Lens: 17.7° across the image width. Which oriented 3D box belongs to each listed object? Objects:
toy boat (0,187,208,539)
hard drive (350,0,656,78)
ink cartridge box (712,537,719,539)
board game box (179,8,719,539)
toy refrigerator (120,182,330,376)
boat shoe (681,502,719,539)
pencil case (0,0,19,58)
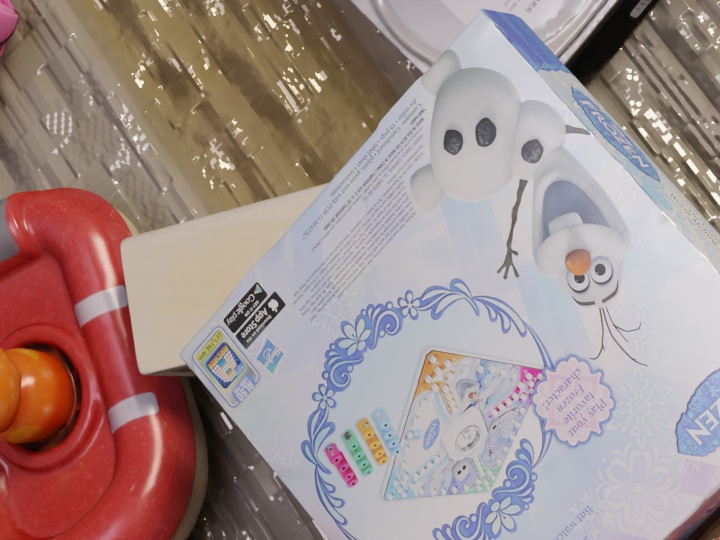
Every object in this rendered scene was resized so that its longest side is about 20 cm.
[{"bbox_3d":[-0.157,0.059,1.066,0.130,0.131,0.201,-27,73,25],"label":"toy boat"},{"bbox_3d":[0.045,-0.168,1.021,0.200,0.038,0.140,48,109,23],"label":"hard drive"},{"bbox_3d":[0.235,0.126,0.848,0.200,0.050,0.161,-28,73,-5],"label":"ink cartridge box"},{"bbox_3d":[0.055,0.038,0.918,0.200,0.043,0.199,-47,70,22],"label":"board game box"},{"bbox_3d":[0.000,0.000,1.015,0.199,0.076,0.070,-13,81,27],"label":"toy refrigerator"},{"bbox_3d":[0.176,0.054,0.920,0.200,0.070,0.070,-48,59,17],"label":"boat shoe"},{"bbox_3d":[-0.250,-0.070,1.153,0.093,0.091,0.200,27,100,-8],"label":"pencil case"}]
